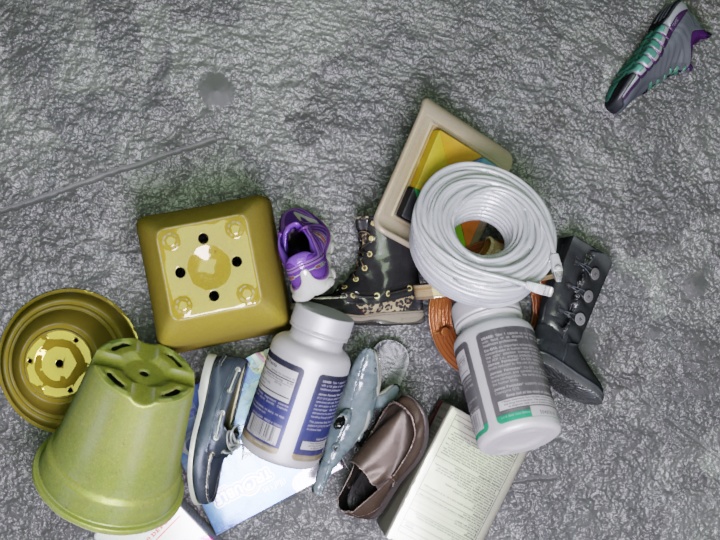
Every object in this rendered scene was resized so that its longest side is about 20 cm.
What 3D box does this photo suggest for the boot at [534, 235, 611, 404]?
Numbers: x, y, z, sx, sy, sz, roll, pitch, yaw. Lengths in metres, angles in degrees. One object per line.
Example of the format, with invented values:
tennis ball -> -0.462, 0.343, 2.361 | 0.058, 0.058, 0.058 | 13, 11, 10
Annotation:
boot -> 0.319, 0.073, 1.439 | 0.164, 0.065, 0.202 | 36, 63, -35

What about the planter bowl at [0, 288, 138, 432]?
planter bowl -> -0.401, 0.125, 1.351 | 0.198, 0.083, 0.203 | 0, 87, -7

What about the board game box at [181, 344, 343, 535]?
board game box -> -0.155, 0.231, 1.391 | 0.198, 0.043, 0.201 | -27, 91, -6

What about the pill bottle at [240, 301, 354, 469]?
pill bottle -> -0.077, 0.147, 1.308 | 0.110, 0.111, 0.202 | 19, 97, -5

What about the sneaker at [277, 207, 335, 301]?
sneaker -> -0.077, -0.042, 1.341 | 0.080, 0.200, 0.084 | -22, 120, 0

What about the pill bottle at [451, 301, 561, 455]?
pill bottle -> 0.188, 0.132, 1.323 | 0.112, 0.113, 0.202 | -8, 63, -6

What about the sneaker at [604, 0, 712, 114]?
sneaker -> 0.444, -0.299, 1.468 | 0.087, 0.074, 0.201 | 36, 83, -8

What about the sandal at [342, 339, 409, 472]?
sandal -> 0.017, 0.196, 1.408 | 0.074, 0.048, 0.203 | 14, 87, -4

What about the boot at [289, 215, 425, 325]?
boot -> 0.000, 0.000, 1.398 | 0.198, 0.073, 0.153 | 4, 86, -16

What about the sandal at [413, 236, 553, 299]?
sandal -> 0.172, -0.010, 1.369 | 0.209, 0.078, 0.071 | -9, 92, -10

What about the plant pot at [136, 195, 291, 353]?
plant pot -> -0.195, 0.002, 1.321 | 0.193, 0.200, 0.197 | -11, 88, -7

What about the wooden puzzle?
wooden puzzle -> 0.124, -0.114, 1.402 | 0.184, 0.037, 0.202 | 26, 82, -33

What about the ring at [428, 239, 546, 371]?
ring -> 0.191, 0.057, 1.427 | 0.198, 0.019, 0.203 | -2, 95, -17

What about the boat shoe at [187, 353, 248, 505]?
boat shoe -> -0.187, 0.213, 1.333 | 0.061, 0.075, 0.202 | 5, 77, 7

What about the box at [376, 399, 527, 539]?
box -> 0.125, 0.300, 1.384 | 0.127, 0.109, 0.201 | 29, 85, -4

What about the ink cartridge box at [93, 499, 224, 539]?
ink cartridge box -> -0.253, 0.389, 1.361 | 0.115, 0.068, 0.200 | -44, 93, -7

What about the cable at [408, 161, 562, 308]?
cable -> 0.162, -0.048, 1.320 | 0.197, 0.069, 0.202 | 6, 60, -5

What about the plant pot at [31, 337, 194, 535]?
plant pot -> -0.296, 0.195, 1.263 | 0.198, 0.201, 0.186 | 21, 115, -5

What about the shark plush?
shark plush -> -0.029, 0.199, 1.346 | 0.090, 0.083, 0.201 | 34, 83, 11

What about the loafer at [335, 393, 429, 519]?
loafer -> 0.028, 0.259, 1.342 | 0.073, 0.071, 0.202 | 35, 112, 33
